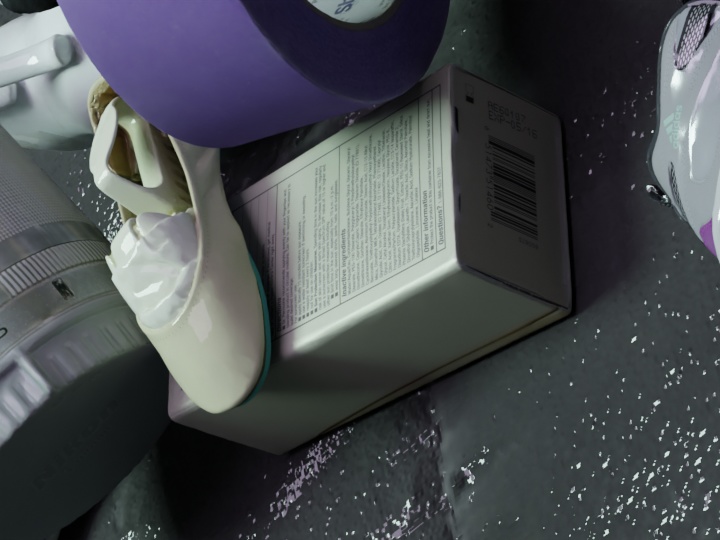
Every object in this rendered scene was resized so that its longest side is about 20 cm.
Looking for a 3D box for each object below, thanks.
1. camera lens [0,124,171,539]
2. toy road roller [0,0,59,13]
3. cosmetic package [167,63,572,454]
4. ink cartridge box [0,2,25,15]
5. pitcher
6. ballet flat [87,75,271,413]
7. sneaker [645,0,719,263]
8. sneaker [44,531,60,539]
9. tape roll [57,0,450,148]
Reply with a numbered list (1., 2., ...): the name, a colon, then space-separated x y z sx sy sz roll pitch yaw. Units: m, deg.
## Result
1. camera lens: -0.201 0.020 1.134 0.200 0.160 0.160 45 112 20
2. toy road roller: -0.121 -0.228 1.123 0.145 0.123 0.201 -8 43 21
3. cosmetic package: 0.000 0.000 1.044 0.199 0.073 0.104 -28 51 43
4. ink cartridge box: -0.117 -0.236 1.306 0.199 0.086 0.147 -24 54 45
5. pitcher: -0.140 -0.115 1.208 0.199 0.171 0.122 -16 94 50
6. ballet flat: -0.092 -0.020 1.058 0.069 0.069 0.201 -46 41 29
7. sneaker: 0.167 -0.100 0.871 0.201 0.077 0.140 -60 37 12
8. sneaker: -0.199 0.134 1.252 0.201 0.075 0.100 -59 29 0
9. tape roll: -0.048 -0.159 0.983 0.085 0.200 0.201 -13 62 33
